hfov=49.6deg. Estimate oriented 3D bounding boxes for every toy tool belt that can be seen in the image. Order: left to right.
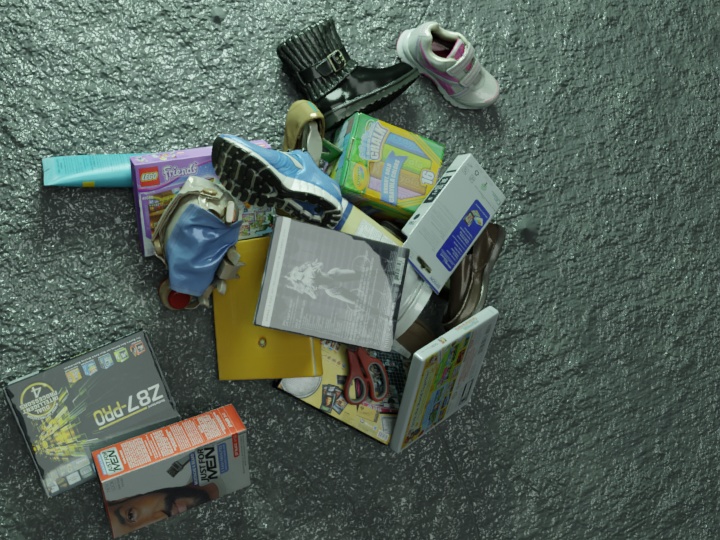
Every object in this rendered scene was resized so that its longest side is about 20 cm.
[{"bbox_3d":[-0.222,-0.018,1.067,0.124,0.123,0.202,12,108,-32],"label":"toy tool belt"}]

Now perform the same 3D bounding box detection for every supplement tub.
[{"bbox_3d":[0.000,0.000,1.176,0.199,0.144,0.145,37,73,-10],"label":"supplement tub"}]

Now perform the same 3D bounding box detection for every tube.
[{"bbox_3d":[-0.343,-0.142,1.103,0.198,0.078,0.051,-3,119,-24],"label":"tube"}]

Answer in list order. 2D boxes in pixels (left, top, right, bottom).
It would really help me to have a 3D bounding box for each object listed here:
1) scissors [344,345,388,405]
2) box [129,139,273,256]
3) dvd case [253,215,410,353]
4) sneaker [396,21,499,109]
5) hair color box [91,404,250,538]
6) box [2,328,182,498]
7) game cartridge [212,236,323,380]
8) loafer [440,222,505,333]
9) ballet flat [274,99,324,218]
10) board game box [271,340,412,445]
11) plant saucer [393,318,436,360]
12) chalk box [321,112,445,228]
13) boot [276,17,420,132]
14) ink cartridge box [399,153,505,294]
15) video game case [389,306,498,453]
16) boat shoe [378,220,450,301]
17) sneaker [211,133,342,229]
[{"bbox_3d":[-0.007,0.107,1.153,0.072,0.014,0.202,-17,104,-17],"label":"scissors"},{"bbox_3d":[-0.224,-0.106,1.124,0.198,0.039,0.138,-11,119,-24],"label":"box"},{"bbox_3d":[-0.036,0.021,1.069,0.198,0.016,0.151,13,83,-18],"label":"dvd case"},{"bbox_3d":[0.158,-0.343,1.308,0.199,0.088,0.082,28,76,-18],"label":"sneaker"},{"bbox_3d":[-0.255,0.273,1.070,0.198,0.064,0.112,-16,126,-24],"label":"hair color box"},{"bbox_3d":[-0.362,0.192,1.071,0.198,0.049,0.163,-22,98,-22],"label":"box"},{"bbox_3d":[-0.137,0.054,1.119,0.032,0.175,0.203,2,83,-59],"label":"game cartridge"},{"bbox_3d":[0.163,0.007,1.234,0.070,0.073,0.202,27,70,-17],"label":"loafer"},{"bbox_3d":[-0.087,-0.146,1.146,0.068,0.063,0.202,-13,123,-32],"label":"ballet flat"},{"bbox_3d":[-0.018,0.161,1.190,0.199,0.035,0.137,31,75,-16],"label":"board game box"},{"bbox_3d":[0.051,0.161,1.253,0.198,0.029,0.203,2,84,-21],"label":"plant saucer"},{"bbox_3d":[0.010,-0.157,1.213,0.198,0.124,0.125,16,79,-19],"label":"chalk box"},{"bbox_3d":[-0.015,-0.330,1.242,0.210,0.079,0.159,-29,92,-26],"label":"boot"},{"bbox_3d":[0.132,-0.070,1.174,0.100,0.039,0.201,47,68,-23],"label":"ink cartridge box"},{"bbox_3d":[0.127,0.167,1.192,0.181,0.202,0.023,-26,50,-39],"label":"video game case"},{"bbox_3d":[0.102,-0.024,1.271,0.200,0.072,0.066,38,67,-20],"label":"boat shoe"},{"bbox_3d":[-0.113,-0.131,1.079,0.199,0.079,0.090,28,38,-15],"label":"sneaker"}]
